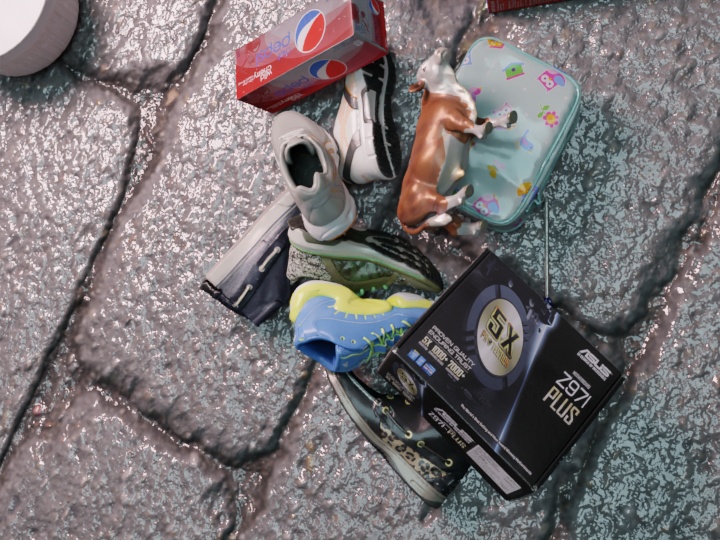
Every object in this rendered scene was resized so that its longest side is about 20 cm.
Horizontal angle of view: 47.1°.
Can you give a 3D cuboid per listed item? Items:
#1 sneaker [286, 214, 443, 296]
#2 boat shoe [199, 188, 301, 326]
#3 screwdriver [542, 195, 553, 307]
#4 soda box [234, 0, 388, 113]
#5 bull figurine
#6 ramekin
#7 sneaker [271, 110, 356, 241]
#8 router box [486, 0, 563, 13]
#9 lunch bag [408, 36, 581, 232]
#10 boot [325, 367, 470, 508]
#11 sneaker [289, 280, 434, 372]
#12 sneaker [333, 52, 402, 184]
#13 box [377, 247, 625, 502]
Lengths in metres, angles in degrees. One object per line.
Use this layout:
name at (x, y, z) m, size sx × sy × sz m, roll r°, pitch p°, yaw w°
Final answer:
sneaker at (0.000, 0.000, 0.979) m, size 0.197 × 0.077 × 0.090 m, roll 18°, pitch 116°, yaw -4°
boat shoe at (-0.097, -0.024, 1.010) m, size 0.093 × 0.075 × 0.200 m, roll 44°, pitch 88°, yaw -11°
screwdriver at (0.212, 0.014, 0.953) m, size 0.029 × 0.028 × 0.204 m, roll -3°, pitch 87°, yaw -18°
soda box at (-0.062, -0.256, 0.972) m, size 0.198 × 0.063 × 0.071 m, roll -17°, pitch 71°, yaw 40°
bull figurine at (0.095, -0.133, 0.886) m, size 0.121 × 0.065 × 0.203 m, roll 20°, pitch 101°, yaw 46°
ramekin at (-0.470, -0.355, 1.090) m, size 0.197 × 0.105 × 0.204 m, roll -1°, pitch 85°, yaw 12°
sneaker at (-0.062, -0.131, 0.930) m, size 0.075 × 0.092 × 0.201 m, roll -28°, pitch 49°, yaw 1°
router box at (0.228, -0.425, 0.982) m, size 0.177 × 0.049 × 0.203 m, roll -6°, pitch 84°, yaw 11°
lunch bag at (0.158, -0.149, 0.957) m, size 0.159 × 0.077 × 0.202 m, roll 29°, pitch 91°, yaw 11°
boot at (0.072, 0.148, 0.952) m, size 0.153 × 0.073 × 0.204 m, roll -42°, pitch 83°, yaw 2°
sneaker at (0.012, 0.079, 0.937) m, size 0.197 × 0.076 × 0.106 m, roll 9°, pitch 48°, yaw -1°
sneaker at (-0.003, -0.199, 0.997) m, size 0.079 × 0.073 × 0.203 m, roll -15°, pitch 69°, yaw 39°
box at (0.146, 0.109, 0.873) m, size 0.200 × 0.086 × 0.164 m, roll 44°, pitch 67°, yaw 9°
